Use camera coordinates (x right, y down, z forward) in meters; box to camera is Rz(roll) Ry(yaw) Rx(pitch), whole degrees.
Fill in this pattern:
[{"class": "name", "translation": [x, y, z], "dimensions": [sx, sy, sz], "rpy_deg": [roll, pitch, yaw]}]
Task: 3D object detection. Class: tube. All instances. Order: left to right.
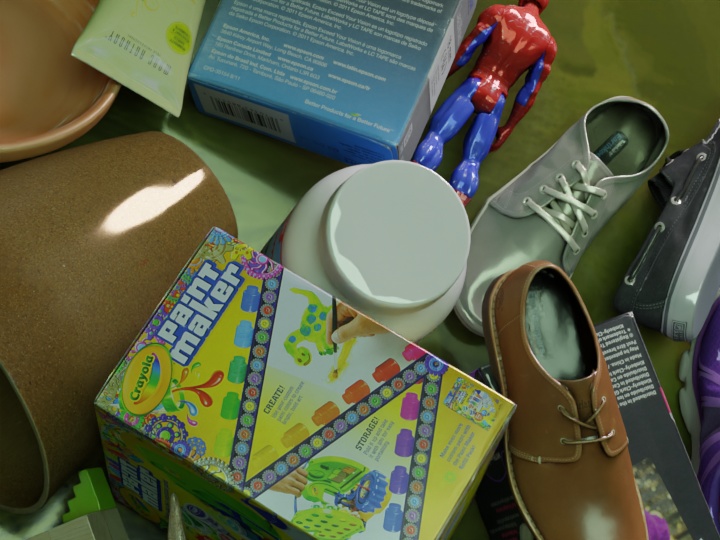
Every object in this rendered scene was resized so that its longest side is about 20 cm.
[{"class": "tube", "translation": [-0.118, -0.191, 1.252], "dimensions": [0.058, 0.052, 0.200], "rpy_deg": [8, 57, 12]}]

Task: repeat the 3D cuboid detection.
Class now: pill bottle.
[{"class": "pill bottle", "translation": [0.000, 0.000, 1.187], "dimensions": [0.108, 0.200, 0.109], "rpy_deg": [3, 77, -12]}]

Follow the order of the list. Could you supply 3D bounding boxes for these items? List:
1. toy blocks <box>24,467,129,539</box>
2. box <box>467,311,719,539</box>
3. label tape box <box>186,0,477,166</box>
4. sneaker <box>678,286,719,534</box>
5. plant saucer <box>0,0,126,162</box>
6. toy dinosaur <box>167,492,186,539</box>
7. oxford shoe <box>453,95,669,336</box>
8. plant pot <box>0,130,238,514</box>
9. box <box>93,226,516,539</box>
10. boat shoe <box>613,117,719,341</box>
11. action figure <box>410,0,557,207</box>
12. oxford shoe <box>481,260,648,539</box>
[{"class": "toy blocks", "translation": [-0.181, 0.232, 1.150], "dimensions": [0.136, 0.100, 0.201], "rpy_deg": [-23, 83, 12]}, {"class": "box", "translation": [0.139, 0.143, 1.227], "dimensions": [0.106, 0.122, 0.201], "rpy_deg": [-18, 83, -14]}, {"class": "label tape box", "translation": [-0.004, -0.174, 1.276], "dimensions": [0.144, 0.063, 0.200], "rpy_deg": [20, 74, 12]}, {"class": "sneaker", "translation": [0.250, 0.103, 1.281], "dimensions": [0.080, 0.083, 0.201], "rpy_deg": [10, 75, -10]}, {"class": "plant saucer", "translation": [-0.241, -0.136, 1.215], "dimensions": [0.199, 0.038, 0.201], "rpy_deg": [9, 49, -11]}, {"class": "toy dinosaur", "translation": [-0.065, 0.223, 1.126], "dimensions": [0.200, 0.136, 0.086], "rpy_deg": [47, 67, -3]}, {"class": "oxford shoe", "translation": [0.130, -0.041, 1.300], "dimensions": [0.075, 0.058, 0.200], "rpy_deg": [43, 75, -3]}, {"class": "plant pot", "translation": [-0.172, 0.009, 1.175], "dimensions": [0.200, 0.186, 0.187], "rpy_deg": [-38, 88, -32]}, {"class": "box", "translation": [-0.034, 0.103, 1.138], "dimensions": [0.192, 0.200, 0.122], "rpy_deg": [30, 70, 8]}, {"class": "boat shoe", "translation": [0.218, -0.045, 1.319], "dimensions": [0.066, 0.070, 0.200], "rpy_deg": [15, 67, 20]}, {"class": "action figure", "translation": [0.073, -0.105, 1.305], "dimensions": [0.065, 0.052, 0.200], "rpy_deg": [32, 76, -8]}, {"class": "oxford shoe", "translation": [0.118, 0.091, 1.135], "dimensions": [0.071, 0.071, 0.201], "rpy_deg": [-17, 83, -14]}]
